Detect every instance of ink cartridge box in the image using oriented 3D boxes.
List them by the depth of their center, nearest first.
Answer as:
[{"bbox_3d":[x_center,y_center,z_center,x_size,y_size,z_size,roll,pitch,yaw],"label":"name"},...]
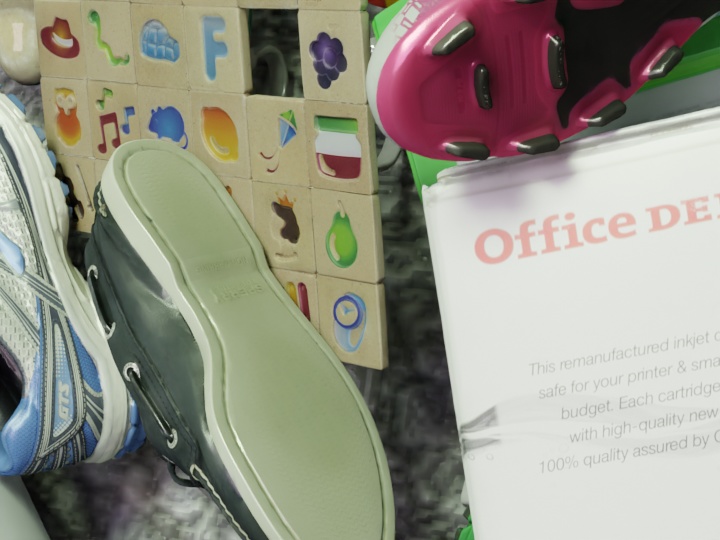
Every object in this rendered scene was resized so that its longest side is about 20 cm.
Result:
[{"bbox_3d":[0.110,0.056,0.654,0.144,0.085,0.202,-11,81,16],"label":"ink cartridge box"}]

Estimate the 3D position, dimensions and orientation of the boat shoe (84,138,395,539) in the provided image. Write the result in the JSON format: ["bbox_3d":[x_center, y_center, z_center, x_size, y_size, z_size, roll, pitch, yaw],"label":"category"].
[{"bbox_3d":[-0.055,0.047,0.755,0.066,0.074,0.200,-50,64,38],"label":"boat shoe"}]

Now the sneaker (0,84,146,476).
[{"bbox_3d":[-0.166,-0.002,0.850,0.201,0.085,0.077,59,141,11],"label":"sneaker"}]

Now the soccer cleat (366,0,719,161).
[{"bbox_3d":[0.077,-0.101,0.653,0.199,0.070,0.086,-29,39,-17],"label":"soccer cleat"}]

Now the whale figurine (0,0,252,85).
[{"bbox_3d":[-0.116,-0.156,0.898,0.199,0.104,0.161,20,91,23],"label":"whale figurine"}]

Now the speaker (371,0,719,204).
[{"bbox_3d":[0.108,-0.085,0.724,0.198,0.089,0.089,-16,71,2],"label":"speaker"}]

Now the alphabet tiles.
[{"bbox_3d":[-0.065,-0.056,0.796,0.199,0.008,0.169,10,109,44],"label":"alphabet tiles"}]

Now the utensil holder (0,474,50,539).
[{"bbox_3d":[-0.203,0.154,0.848,0.170,0.170,0.201,-39,61,18],"label":"utensil holder"}]

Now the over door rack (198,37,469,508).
[{"bbox_3d":[0.000,0.000,0.815,0.146,0.066,0.202,1,81,31],"label":"over door rack"}]

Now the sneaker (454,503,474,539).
[{"bbox_3d":[0.122,0.084,0.722,0.199,0.078,0.086,-28,69,22],"label":"sneaker"}]

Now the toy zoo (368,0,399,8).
[{"bbox_3d":[0.029,-0.166,0.813,0.198,0.021,0.132,22,70,17],"label":"toy zoo"}]
